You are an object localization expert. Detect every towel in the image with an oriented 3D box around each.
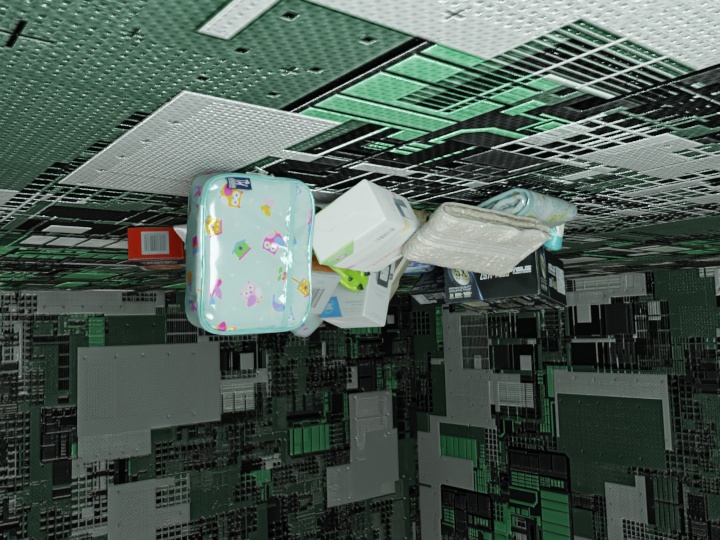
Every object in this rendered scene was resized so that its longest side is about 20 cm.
[{"bbox_3d":[0.224,-0.077,1.105,0.199,0.049,0.170,-21,167,39],"label":"towel"},{"bbox_3d":[0.171,-0.041,1.014,0.197,0.035,0.133,8,148,-24],"label":"towel"}]

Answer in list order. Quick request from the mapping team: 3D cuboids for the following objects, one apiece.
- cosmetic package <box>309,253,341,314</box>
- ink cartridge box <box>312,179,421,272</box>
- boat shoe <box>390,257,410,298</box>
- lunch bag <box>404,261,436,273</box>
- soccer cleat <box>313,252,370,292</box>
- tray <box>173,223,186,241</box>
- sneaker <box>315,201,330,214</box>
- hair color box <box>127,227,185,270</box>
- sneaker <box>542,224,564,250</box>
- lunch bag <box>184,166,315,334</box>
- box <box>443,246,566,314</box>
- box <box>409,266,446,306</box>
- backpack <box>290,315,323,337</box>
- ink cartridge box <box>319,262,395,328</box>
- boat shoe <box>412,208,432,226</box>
[{"bbox_3d":[-0.136,-0.019,1.024,0.199,0.072,0.101,37,-166,26],"label":"cosmetic package"},{"bbox_3d":[0.016,-0.058,1.008,0.116,0.068,0.199,-33,163,18],"label":"ink cartridge box"},{"bbox_3d":[0.060,-0.012,1.332,0.059,0.201,0.072,35,-150,13],"label":"boat shoe"},{"bbox_3d":[0.065,-0.036,1.451,0.197,0.084,0.161,-2,178,10],"label":"lunch bag"},{"bbox_3d":[-0.065,-0.029,1.166,0.081,0.068,0.200,8,150,51],"label":"soccer cleat"},{"bbox_3d":[-0.227,-0.057,1.203,0.198,0.022,0.108,-5,135,32],"label":"tray"},{"bbox_3d":[-0.072,-0.077,1.055,0.079,0.075,0.199,19,-172,34],"label":"sneaker"},{"bbox_3d":[-0.384,-0.040,1.329,0.100,0.062,0.200,-2,176,-9],"label":"hair color box"},{"bbox_3d":[0.288,-0.061,1.240,0.076,0.081,0.199,0,175,-26],"label":"sneaker"},{"bbox_3d":[-0.132,-0.025,0.848,0.158,0.203,0.077,1,-175,-29],"label":"lunch bag"},{"bbox_3d":[0.256,0.019,1.201,0.162,0.088,0.199,-8,168,29],"label":"box"},{"bbox_3d":[0.210,-0.004,1.461,0.050,0.158,0.199,43,155,-19],"label":"box"},{"bbox_3d":[-0.127,0.030,1.357,0.176,0.154,0.200,-45,150,6],"label":"backpack"},{"bbox_3d":[0.000,0.000,1.281,0.115,0.203,0.066,-7,155,42],"label":"ink cartridge box"},{"bbox_3d":[0.112,-0.060,1.193,0.067,0.076,0.200,-1,173,23],"label":"boat shoe"}]
